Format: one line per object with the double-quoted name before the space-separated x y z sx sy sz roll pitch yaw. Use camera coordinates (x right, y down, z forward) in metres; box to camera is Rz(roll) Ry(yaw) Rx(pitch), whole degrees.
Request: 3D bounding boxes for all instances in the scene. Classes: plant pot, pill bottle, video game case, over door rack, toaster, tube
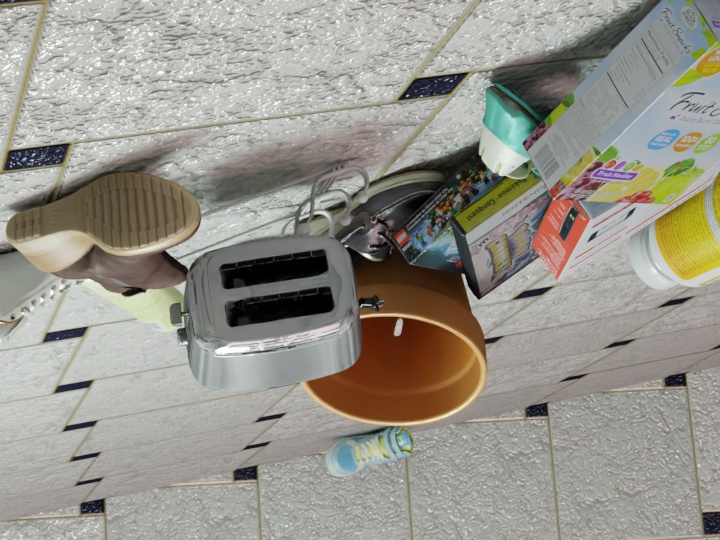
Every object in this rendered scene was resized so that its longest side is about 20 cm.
"plant pot" 0.034 0.051 1.800 0.198 0.141 0.201 2 141 1
"pill bottle" 0.409 -0.047 1.993 0.112 0.114 0.200 -5 165 -35
"video game case" 0.175 -0.059 1.681 0.180 0.026 0.200 -35 159 -4
"over door rack" -0.099 -0.038 1.599 0.198 0.067 0.148 -9 166 -18
"toaster" -0.073 0.037 1.555 0.198 0.115 0.129 -7 162 -3
"tube" -0.230 0.018 1.768 0.058 0.052 0.200 -55 163 -4

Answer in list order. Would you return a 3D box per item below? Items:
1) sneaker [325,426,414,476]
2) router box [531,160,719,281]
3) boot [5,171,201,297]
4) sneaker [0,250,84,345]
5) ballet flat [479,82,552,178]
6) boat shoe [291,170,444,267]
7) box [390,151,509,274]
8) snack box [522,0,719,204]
"sneaker" 0.028 0.363 3.494 0.130 0.080 0.199 -22 175 42
"router box" 0.269 -0.085 1.642 0.199 0.049 0.180 -31 166 -14
"boot" -0.193 -0.026 1.504 0.198 0.073 0.166 -5 163 26
"sneaker" -0.317 0.026 1.609 0.198 0.086 0.073 -13 167 -15
"ballet flat" 0.143 -0.111 1.498 0.071 0.067 0.200 -51 159 12
"boat shoe" 0.011 -0.040 1.703 0.199 0.065 0.072 -27 159 36
"box" 0.129 -0.056 1.707 0.136 0.038 0.200 -43 159 18
"snack box" 0.258 -0.139 1.408 0.168 0.068 0.200 -1 144 -45
